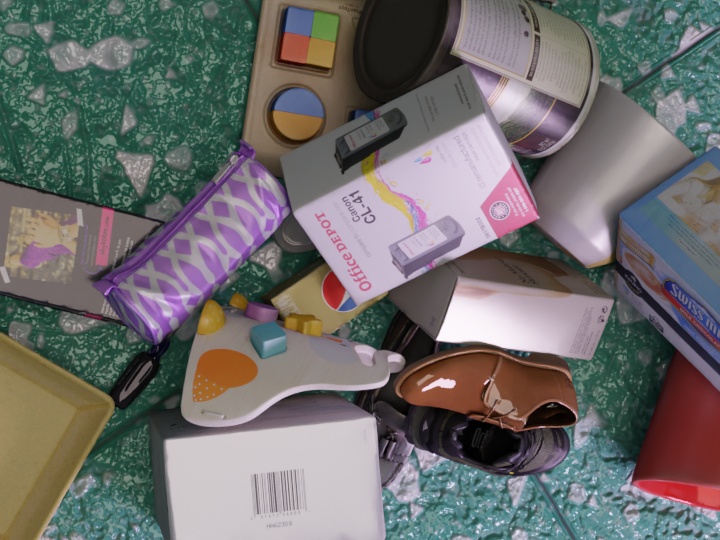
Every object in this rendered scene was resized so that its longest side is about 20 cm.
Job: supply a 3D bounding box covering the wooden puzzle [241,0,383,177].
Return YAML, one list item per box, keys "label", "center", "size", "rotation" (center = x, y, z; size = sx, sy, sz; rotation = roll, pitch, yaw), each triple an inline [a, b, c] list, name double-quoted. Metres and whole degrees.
- label: "wooden puzzle"
  center: [-0.018, -0.185, 1.659]
  size: [0.183, 0.046, 0.202]
  rotation: [9, 93, -12]

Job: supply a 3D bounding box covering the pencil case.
- label: "pencil case"
  center: [-0.149, -0.025, 1.505]
  size: [0.200, 0.084, 0.086]
  rotation: [-48, 142, -18]

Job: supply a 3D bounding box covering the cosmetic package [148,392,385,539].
- label: "cosmetic package"
  center: [-0.095, 0.194, 1.580]
  size: [0.197, 0.200, 0.124]
  rotation: [-5, 92, -12]

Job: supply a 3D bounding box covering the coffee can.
- label: "coffee can"
  center: [0.114, -0.207, 1.607]
  size: [0.199, 0.146, 0.148]
  rotation: [16, 88, -35]

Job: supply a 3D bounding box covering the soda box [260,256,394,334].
- label: "soda box"
  center: [0.000, 0.000, 1.662]
  size: [0.199, 0.068, 0.064]
  rotation: [-33, 98, -9]

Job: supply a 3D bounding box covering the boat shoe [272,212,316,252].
- label: "boat shoe"
  center: [-0.005, -0.074, 1.631]
  size: [0.199, 0.065, 0.074]
  rotation: [-32, 106, 14]

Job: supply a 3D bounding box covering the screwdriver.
- label: "screwdriver"
  center: [-0.183, 0.056, 1.651]
  size: [0.028, 0.029, 0.201]
  rotation: [39, 80, -9]

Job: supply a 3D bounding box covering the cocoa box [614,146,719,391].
- label: "cocoa box"
  center: [0.358, 0.009, 1.597]
  size: [0.133, 0.132, 0.200]
  rotation: [-34, 60, -13]

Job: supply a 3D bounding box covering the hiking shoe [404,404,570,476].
- label: "hiking shoe"
  center: [0.143, 0.179, 1.663]
  size: [0.198, 0.100, 0.077]
  rotation: [11, 97, -32]

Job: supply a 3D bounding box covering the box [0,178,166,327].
- label: "box"
  center: [-0.286, -0.017, 1.575]
  size: [0.198, 0.122, 0.107]
  rotation: [15, 88, -11]

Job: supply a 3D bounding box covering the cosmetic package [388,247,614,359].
- label: "cosmetic package"
  center: [0.140, 0.028, 1.636]
  size: [0.198, 0.105, 0.072]
  rotation: [8, 110, -34]

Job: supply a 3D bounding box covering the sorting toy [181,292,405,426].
- label: "sorting toy"
  center: [-0.053, 0.085, 1.535]
  size: [0.178, 0.200, 0.108]
  rotation: [6, 94, 9]

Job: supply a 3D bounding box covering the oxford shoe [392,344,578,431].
- label: "oxford shoe"
  center: [0.127, 0.119, 1.589]
  size: [0.198, 0.072, 0.072]
  rotation: [3, 47, -24]

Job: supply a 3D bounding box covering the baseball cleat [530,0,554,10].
- label: "baseball cleat"
  center: [0.113, -0.325, 1.677]
  size: [0.198, 0.070, 0.108]
  rotation: [5, 90, -13]

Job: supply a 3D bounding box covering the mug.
- label: "mug"
  center: [0.261, -0.075, 1.680]
  size: [0.186, 0.149, 0.154]
  rotation: [40, 92, -3]

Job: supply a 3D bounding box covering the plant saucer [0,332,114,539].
- label: "plant saucer"
  center: [-0.371, 0.162, 1.601]
  size: [0.199, 0.048, 0.201]
  rotation: [31, 86, -11]

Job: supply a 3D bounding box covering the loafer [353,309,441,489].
- label: "loafer"
  center: [0.037, 0.128, 1.675]
  size: [0.071, 0.063, 0.202]
  rotation: [17, 88, -12]

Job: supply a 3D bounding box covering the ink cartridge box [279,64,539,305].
- label: "ink cartridge box"
  center: [0.046, -0.077, 1.534]
  size: [0.199, 0.086, 0.148]
  rotation: [-27, 131, 9]

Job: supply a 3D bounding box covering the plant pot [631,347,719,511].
- label: "plant pot"
  center: [0.389, 0.151, 1.693]
  size: [0.198, 0.200, 0.179]
  rotation: [15, 79, -11]
